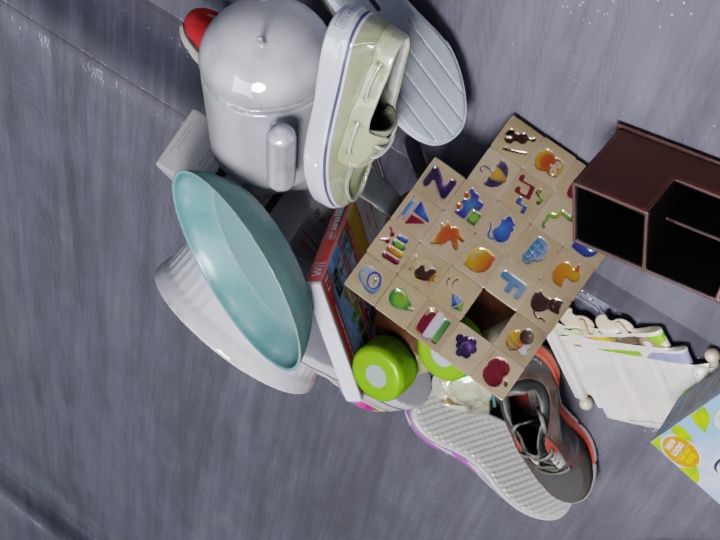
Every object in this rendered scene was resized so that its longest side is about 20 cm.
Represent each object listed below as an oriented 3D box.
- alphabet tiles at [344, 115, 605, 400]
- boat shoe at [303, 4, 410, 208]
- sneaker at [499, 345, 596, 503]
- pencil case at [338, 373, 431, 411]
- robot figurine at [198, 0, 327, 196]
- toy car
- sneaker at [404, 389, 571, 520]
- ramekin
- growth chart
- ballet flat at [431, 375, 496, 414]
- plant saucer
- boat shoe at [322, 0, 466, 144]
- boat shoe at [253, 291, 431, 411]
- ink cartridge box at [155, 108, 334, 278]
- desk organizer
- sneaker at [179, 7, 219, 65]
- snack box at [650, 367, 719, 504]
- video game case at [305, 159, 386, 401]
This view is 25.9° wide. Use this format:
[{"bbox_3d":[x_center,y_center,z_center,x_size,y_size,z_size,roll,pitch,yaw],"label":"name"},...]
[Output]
[{"bbox_3d":[0.109,-0.022,1.306,0.167,0.201,0.008,36,178,12],"label":"alphabet tiles"},{"bbox_3d":[-0.002,-0.120,1.260,0.062,0.072,0.201,27,142,18],"label":"boat shoe"},{"bbox_3d":[0.172,0.165,1.525,0.077,0.082,0.201,-10,123,26],"label":"sneaker"},{"bbox_3d":[0.039,0.077,1.593,0.088,0.088,0.200,45,148,-2],"label":"pencil case"},{"bbox_3d":[-0.076,-0.149,1.312,0.201,0.112,0.170,88,169,-54],"label":"robot figurine"},{"bbox_3d":[0.054,-0.015,1.396,0.157,0.164,0.201,-20,99,41],"label":"toy car"},{"bbox_3d":[0.132,0.187,1.646,0.200,0.073,0.114,39,170,-4],"label":"sneaker"},{"bbox_3d":[-0.101,0.024,1.591,0.200,0.098,0.201,37,-169,-8],"label":"ramekin"},{"bbox_3d":[0.256,0.096,1.428,0.199,0.018,0.145,13,137,40],"label":"growth chart"},{"bbox_3d":[0.099,0.105,1.510,0.200,0.062,0.068,72,-175,-78],"label":"ballet flat"},{"bbox_3d":[-0.096,-0.007,1.365,0.200,0.036,0.201,48,158,26],"label":"plant saucer"},{"bbox_3d":[0.023,-0.196,1.305,0.201,0.072,0.062,58,176,-21],"label":"boat shoe"},{"bbox_3d":[-0.027,0.077,1.497,0.199,0.071,0.070,31,149,-21],"label":"boat shoe"},{"bbox_3d":[-0.082,-0.059,1.462,0.199,0.068,0.116,34,175,21],"label":"ink cartridge box"},{"bbox_3d":[0.266,-0.033,1.207,0.199,0.077,0.072,25,144,28],"label":"desk organizer"},{"bbox_3d":[-0.071,-0.199,1.421,0.199,0.077,0.085,29,129,12],"label":"sneaker"},{"bbox_3d":[0.365,0.141,1.297,0.169,0.068,0.200,42,143,1],"label":"snack box"},{"bbox_3d":[0.000,0.000,1.442,0.017,0.201,0.144,-2,130,20],"label":"video game case"}]
